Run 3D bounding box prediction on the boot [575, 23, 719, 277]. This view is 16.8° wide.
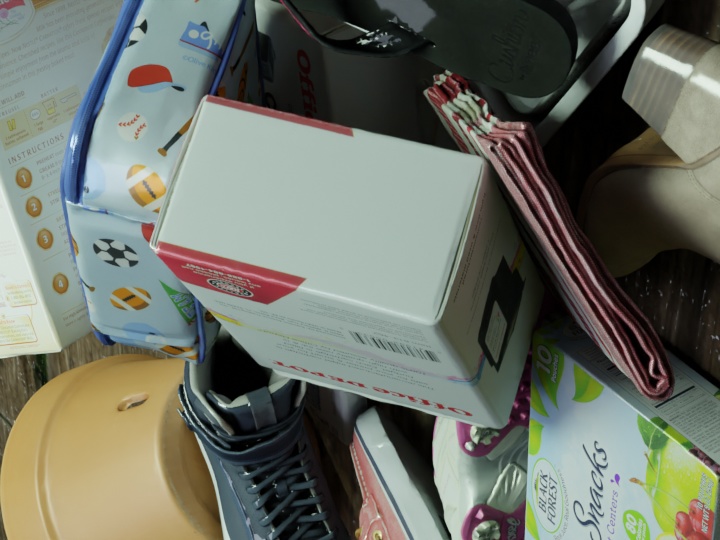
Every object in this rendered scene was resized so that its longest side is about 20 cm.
[{"bbox_3d":[0.177,-0.020,1.109,0.146,0.070,0.201,39,156,20],"label":"boot"}]

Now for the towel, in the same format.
[{"bbox_3d":[0.088,-0.022,1.169,0.145,0.023,0.200,58,180,-15],"label":"towel"}]

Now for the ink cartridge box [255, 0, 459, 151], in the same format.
[{"bbox_3d":[-0.037,-0.110,1.370,0.200,0.083,0.145,31,138,46],"label":"ink cartridge box"}]

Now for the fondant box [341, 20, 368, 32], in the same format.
[{"bbox_3d":[-0.046,-0.214,1.164,0.199,0.058,0.145,25,139,13],"label":"fondant box"}]

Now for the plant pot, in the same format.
[{"bbox_3d":[-0.120,0.142,1.621,0.140,0.199,0.201,-25,91,46],"label":"plant pot"}]

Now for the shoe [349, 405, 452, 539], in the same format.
[{"bbox_3d":[0.014,0.170,1.442,0.071,0.091,0.201,44,-167,-41],"label":"shoe"}]

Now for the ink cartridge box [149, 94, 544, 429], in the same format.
[{"bbox_3d":[0.000,0.000,1.194,0.145,0.083,0.200,14,166,16],"label":"ink cartridge box"}]

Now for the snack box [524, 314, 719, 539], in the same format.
[{"bbox_3d":[0.149,0.134,1.284,0.142,0.053,0.201,40,143,40],"label":"snack box"}]

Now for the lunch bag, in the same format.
[{"bbox_3d":[-0.094,-0.056,1.252,0.075,0.161,0.201,12,149,7],"label":"lunch bag"}]

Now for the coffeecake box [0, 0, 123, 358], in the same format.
[{"bbox_3d":[-0.169,-0.075,1.339,0.073,0.153,0.202,-7,107,40],"label":"coffeecake box"}]

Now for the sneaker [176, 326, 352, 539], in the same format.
[{"bbox_3d":[-0.052,0.124,1.474,0.203,0.076,0.146,63,167,11],"label":"sneaker"}]

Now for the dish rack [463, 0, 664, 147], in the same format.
[{"bbox_3d":[0.070,-0.174,1.183,0.201,0.043,0.172,59,151,11],"label":"dish rack"}]

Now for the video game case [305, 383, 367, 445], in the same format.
[{"bbox_3d":[-0.067,0.012,1.489,0.182,0.024,0.200,42,165,16],"label":"video game case"}]

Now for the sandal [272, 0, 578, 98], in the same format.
[{"bbox_3d":[0.004,-0.129,1.129,0.199,0.045,0.075,24,139,13],"label":"sandal"}]

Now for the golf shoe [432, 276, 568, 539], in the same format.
[{"bbox_3d":[0.071,0.075,1.354,0.092,0.075,0.201,-123,32,-49],"label":"golf shoe"}]
